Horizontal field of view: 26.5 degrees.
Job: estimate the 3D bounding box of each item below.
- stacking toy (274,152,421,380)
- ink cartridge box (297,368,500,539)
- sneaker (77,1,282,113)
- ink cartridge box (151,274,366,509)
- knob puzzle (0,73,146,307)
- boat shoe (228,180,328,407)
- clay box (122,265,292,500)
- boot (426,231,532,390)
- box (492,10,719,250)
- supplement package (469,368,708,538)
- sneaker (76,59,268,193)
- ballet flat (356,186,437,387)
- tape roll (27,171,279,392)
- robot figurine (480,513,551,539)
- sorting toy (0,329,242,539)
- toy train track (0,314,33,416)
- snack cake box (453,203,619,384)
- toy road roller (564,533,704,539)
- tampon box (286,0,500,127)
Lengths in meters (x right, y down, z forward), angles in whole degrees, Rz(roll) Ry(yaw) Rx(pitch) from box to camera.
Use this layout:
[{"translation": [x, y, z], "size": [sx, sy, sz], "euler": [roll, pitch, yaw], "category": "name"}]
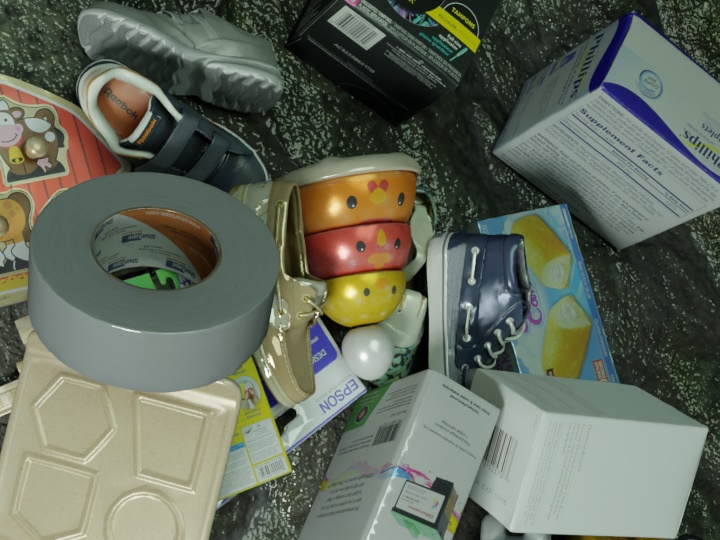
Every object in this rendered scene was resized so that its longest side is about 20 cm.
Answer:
[{"translation": [0.000, 0.000, 1.404], "size": [0.145, 0.146, 0.202], "euler": [-8, 84, -29], "category": "stacking toy"}, {"translation": [0.026, 0.203, 1.359], "size": [0.084, 0.145, 0.201], "euler": [32, 64, -17], "category": "ink cartridge box"}, {"translation": [-0.168, -0.208, 1.421], "size": [0.199, 0.075, 0.082], "euler": [18, 49, -26], "category": "sneaker"}, {"translation": [-0.123, 0.082, 1.371], "size": [0.198, 0.043, 0.201], "euler": [-35, 93, -29], "category": "ink cartridge box"}, {"translation": [-0.290, -0.079, 1.333], "size": [0.218, 0.030, 0.221], "euler": [7, 73, -26], "category": "knob puzzle"}, {"translation": [-0.063, 0.018, 1.335], "size": [0.074, 0.069, 0.201], "euler": [-16, 94, -72], "category": "boat shoe"}, {"translation": [-0.146, 0.098, 1.302], "size": [0.114, 0.048, 0.201], "euler": [-17, 85, -34], "category": "clay box"}, {"translation": [0.115, 0.064, 1.445], "size": [0.073, 0.090, 0.202], "euler": [-23, 111, -67], "category": "boot"}, {"translation": [0.268, -0.136, 1.544], "size": [0.183, 0.200, 0.105], "euler": [35, 63, -15], "category": "box"}, {"translation": [0.202, 0.171, 1.420], "size": [0.199, 0.117, 0.118], "euler": [8, 102, -30], "category": "supplement package"}, {"translation": [-0.169, -0.113, 1.367], "size": [0.199, 0.079, 0.079], "euler": [32, 95, -14], "category": "sneaker"}, {"translation": [0.038, 0.011, 1.461], "size": [0.074, 0.074, 0.201], "euler": [12, 72, -25], "category": "ballet flat"}, {"translation": [-0.168, 0.006, 1.234], "size": [0.199, 0.066, 0.201], "euler": [9, 40, -7], "category": "tape roll"}, {"translation": [0.139, 0.328, 1.403], "size": [0.168, 0.113, 0.201], "euler": [2, 71, 15], "category": "robot figurine"}, {"translation": [-0.202, 0.163, 1.241], "size": [0.184, 0.036, 0.201], "euler": [14, 95, 7], "category": "sorting toy"}, {"translation": [-0.241, 0.130, 1.283], "size": [0.114, 0.033, 0.201], "euler": [-23, 93, -9], "category": "toy train track"}, {"translation": [0.171, 0.044, 1.523], "size": [0.114, 0.067, 0.201], "euler": [-12, 83, -30], "category": "snack cake box"}, {"translation": [0.247, 0.321, 1.440], "size": [0.145, 0.123, 0.200], "euler": [29, 33, -1], "category": "toy road roller"}, {"translation": [0.048, -0.278, 1.508], "size": [0.149, 0.126, 0.201], "euler": [33, 64, -17], "category": "tampon box"}]
